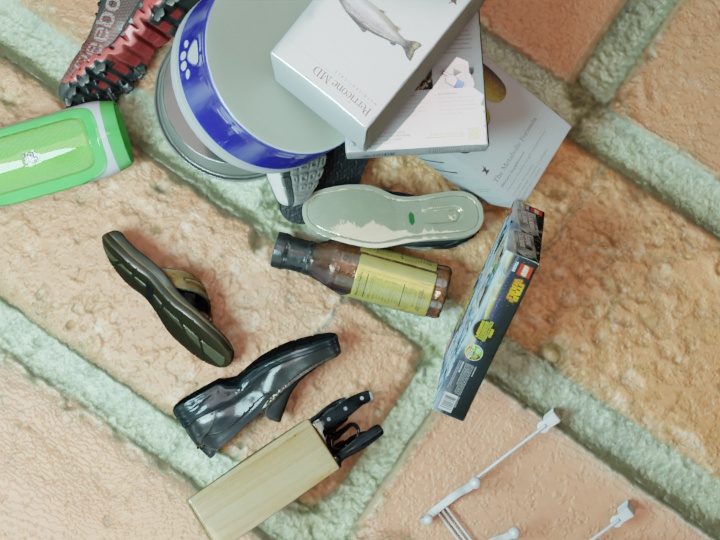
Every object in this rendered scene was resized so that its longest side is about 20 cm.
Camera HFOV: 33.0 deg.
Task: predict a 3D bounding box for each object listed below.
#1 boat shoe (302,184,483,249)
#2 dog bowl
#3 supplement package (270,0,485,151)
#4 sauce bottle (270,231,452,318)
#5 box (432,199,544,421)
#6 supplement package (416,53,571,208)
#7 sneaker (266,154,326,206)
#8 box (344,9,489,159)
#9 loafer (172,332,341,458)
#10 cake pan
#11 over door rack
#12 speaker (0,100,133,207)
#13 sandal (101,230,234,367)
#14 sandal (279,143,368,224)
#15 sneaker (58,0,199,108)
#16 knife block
[{"bbox_3d":[0.033,-0.054,1.357,0.199,0.068,0.072,2,78,-5],"label":"boat shoe"},{"bbox_3d":[-0.087,-0.205,1.239,0.199,0.079,0.201,7,77,-32],"label":"dog bowl"},{"bbox_3d":[0.022,-0.231,1.142,0.117,0.117,0.200,38,85,1],"label":"supplement package"},{"bbox_3d":[0.000,0.000,1.358,0.199,0.066,0.066,16,84,2],"label":"sauce bottle"},{"bbox_3d":[0.135,0.041,1.278,0.040,0.137,0.201,22,117,0],"label":"box"},{"bbox_3d":[0.105,-0.169,1.319,0.200,0.109,0.114,34,85,-22],"label":"supplement package"},{"bbox_3d":[-0.096,-0.165,1.328,0.074,0.087,0.201,-6,82,-47],"label":"sneaker"},{"bbox_3d":[0.050,-0.216,1.217,0.144,0.036,0.201,-3,86,-1],"label":"box"},{"bbox_3d":[-0.105,0.134,1.344,0.199,0.073,0.073,-28,95,6],"label":"loafer"},{"bbox_3d":[-0.138,-0.202,1.386,0.199,0.037,0.201,0,84,-2],"label":"cake pan"},{"bbox_3d":[0.186,0.267,1.335,0.200,0.067,0.148,-38,87,-4],"label":"over door rack"},{"bbox_3d":[-0.358,-0.126,1.349,0.199,0.088,0.089,-16,85,-3],"label":"speaker"},{"bbox_3d":[-0.206,0.024,1.354,0.200,0.082,0.055,44,63,10],"label":"sandal"},{"bbox_3d":[-0.023,-0.138,1.373,0.075,0.045,0.200,33,91,-34],"label":"sandal"},{"bbox_3d":[-0.270,-0.267,1.373,0.200,0.071,0.098,-42,62,11],"label":"sneaker"},{"bbox_3d":[-0.067,0.201,1.286,0.175,0.200,0.064,-36,86,25],"label":"knife block"}]
